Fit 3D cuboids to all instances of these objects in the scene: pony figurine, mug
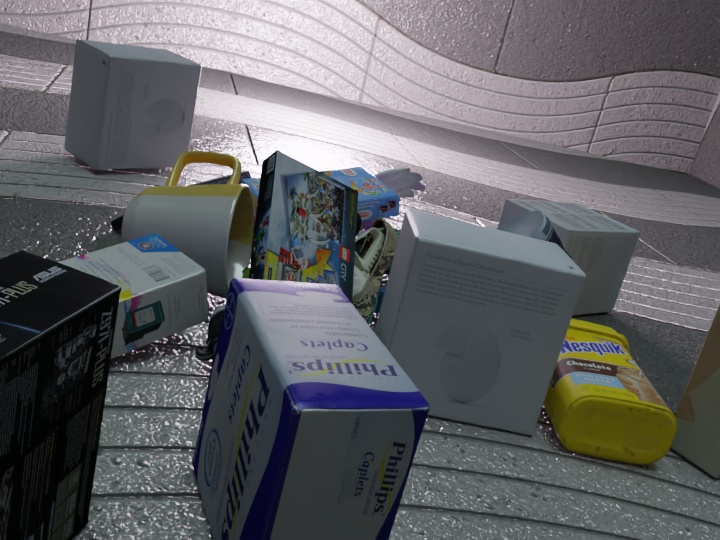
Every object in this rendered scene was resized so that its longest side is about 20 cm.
[{"bbox_3d":[-0.002,-0.088,1.337,0.190,0.171,0.198,-3,7,-33],"label":"pony figurine"},{"bbox_3d":[-0.228,-0.056,1.072,0.149,0.152,0.188,7,33,4],"label":"mug"}]

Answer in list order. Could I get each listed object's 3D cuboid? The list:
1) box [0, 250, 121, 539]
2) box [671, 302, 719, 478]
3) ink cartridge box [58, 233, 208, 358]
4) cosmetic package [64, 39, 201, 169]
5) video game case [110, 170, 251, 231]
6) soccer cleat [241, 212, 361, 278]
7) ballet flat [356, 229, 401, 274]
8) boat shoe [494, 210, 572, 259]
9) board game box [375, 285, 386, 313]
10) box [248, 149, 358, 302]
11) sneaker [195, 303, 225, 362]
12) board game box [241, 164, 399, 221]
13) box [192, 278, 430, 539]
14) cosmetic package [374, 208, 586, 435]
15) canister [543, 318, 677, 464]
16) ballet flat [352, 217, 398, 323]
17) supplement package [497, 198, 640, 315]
[{"bbox_3d":[-0.243,0.112,0.516,0.084,0.204,0.164,17,20,9],"label":"box"},{"bbox_3d":[0.449,0.135,0.952,0.094,0.204,0.077,-2,25,-40],"label":"box"},{"bbox_3d":[-0.278,0.035,0.863,0.198,0.069,0.115,-22,38,-38],"label":"ink cartridge box"},{"bbox_3d":[-0.422,-0.303,1.476,0.122,0.203,0.198,28,23,33],"label":"cosmetic package"},{"bbox_3d":[-0.274,-0.111,1.240,0.141,0.019,0.200,-21,4,26],"label":"video game case"},{"bbox_3d":[-0.070,-0.011,1.076,0.198,0.068,0.081,-35,42,-15],"label":"soccer cleat"},{"bbox_3d":[0.019,-0.024,1.239,0.195,0.075,0.073,-7,24,-10],"label":"ballet flat"},{"bbox_3d":[0.176,0.000,1.044,0.091,0.198,0.072,47,41,-27],"label":"boat shoe"},{"bbox_3d":[0.133,0.042,1.123,0.197,0.038,0.150,9,13,36],"label":"board game box"},{"bbox_3d":[-0.069,-0.032,0.998,0.135,0.204,0.037,24,-33,-35],"label":"box"},{"bbox_3d":[-0.082,0.095,0.875,0.195,0.077,0.114,10,20,3],"label":"sneaker"},{"bbox_3d":[-0.061,-0.108,1.177,0.196,0.037,0.151,-10,28,-21],"label":"board game box"},{"bbox_3d":[-0.052,0.132,0.626,0.103,0.188,0.200,6,21,-25],"label":"box"},{"bbox_3d":[0.127,0.057,0.931,0.195,0.204,0.123,12,20,-8],"label":"cosmetic package"},{"bbox_3d":[0.288,0.143,0.990,0.145,0.088,0.201,12,22,-7],"label":"canister"},{"bbox_3d":[0.000,0.000,1.084,0.067,0.076,0.202,-12,35,34],"label":"ballet flat"},{"bbox_3d":[0.344,-0.024,1.374,0.197,0.155,0.150,-1,24,-38],"label":"supplement package"}]
